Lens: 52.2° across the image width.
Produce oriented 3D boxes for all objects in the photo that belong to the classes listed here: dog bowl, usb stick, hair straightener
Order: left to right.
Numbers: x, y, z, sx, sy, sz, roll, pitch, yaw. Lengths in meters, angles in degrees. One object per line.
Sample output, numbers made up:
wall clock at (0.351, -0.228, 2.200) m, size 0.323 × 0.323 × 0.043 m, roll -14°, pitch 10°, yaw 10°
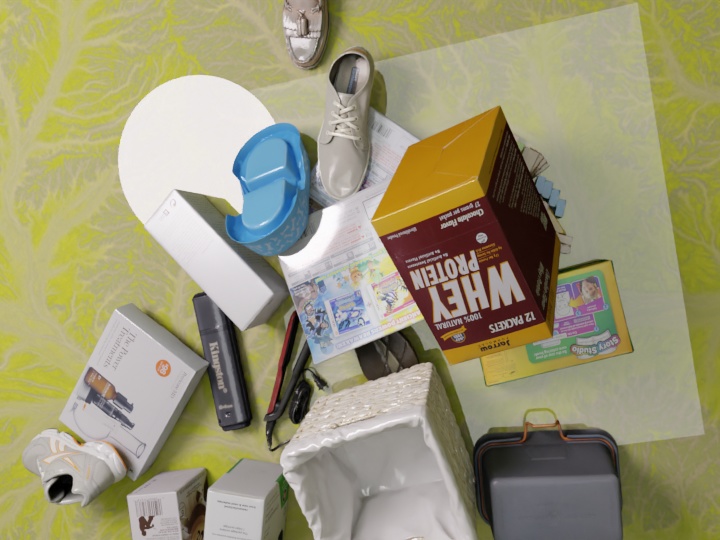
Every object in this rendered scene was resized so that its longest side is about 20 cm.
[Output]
usb stick at (-0.199, 0.128, 1.061) m, size 0.054 × 0.033 × 0.206 m, roll -12°, pitch 90°, yaw 10°
dog bowl at (-0.117, -0.107, 0.982) m, size 0.109 × 0.050 × 0.204 m, roll -18°, pitch 51°, yaw 21°
hair straightener at (-0.088, 0.163, 1.038) m, size 0.075 × 0.041 × 0.205 m, roll 18°, pitch 94°, yaw 9°

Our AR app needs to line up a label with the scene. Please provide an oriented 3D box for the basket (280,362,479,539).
basket at (0.033, 0.251, 0.931) m, size 0.194 × 0.161 × 0.204 m, roll -19°, pitch 105°, yaw 15°

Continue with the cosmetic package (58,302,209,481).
cosmetic package at (-0.329, 0.175, 1.063) m, size 0.149 × 0.052 × 0.203 m, roll 33°, pitch 105°, yaw 5°

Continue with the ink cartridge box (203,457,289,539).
ink cartridge box at (-0.157, 0.382, 1.004) m, size 0.081 × 0.147 × 0.206 m, roll 6°, pitch 94°, yaw 8°

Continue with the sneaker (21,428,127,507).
sneaker at (-0.432, 0.286, 1.049) m, size 0.195 × 0.092 × 0.077 m, roll -4°, pitch 116°, yaw 31°

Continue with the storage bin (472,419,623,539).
storage bin at (0.243, 0.275, 0.939) m, size 0.194 × 0.134 × 0.150 m, roll -4°, pitch 91°, yaw 9°

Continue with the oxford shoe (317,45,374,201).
oxford shoe at (-0.020, -0.195, 0.966) m, size 0.073 × 0.058 × 0.206 m, roll 9°, pitch 94°, yaw 7°

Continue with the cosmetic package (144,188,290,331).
cosmetic package at (-0.194, -0.016, 1.023) m, size 0.200 × 0.101 × 0.071 m, roll 45°, pitch 98°, yaw 7°

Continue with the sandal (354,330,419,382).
sandal at (0.014, 0.089, 1.015) m, size 0.200 × 0.054 × 0.082 m, roll 46°, pitch 108°, yaw 14°

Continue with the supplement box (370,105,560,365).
supplement box at (0.134, -0.042, 0.860) m, size 0.130 × 0.199 × 0.203 m, roll -19°, pitch 115°, yaw 28°

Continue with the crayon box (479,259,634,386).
crayon box at (0.246, 0.069, 0.970) m, size 0.195 × 0.058 × 0.122 m, roll -14°, pitch 89°, yaw 10°

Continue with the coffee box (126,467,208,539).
coffee box at (-0.259, 0.399, 1.039) m, size 0.077 × 0.113 × 0.206 m, roll -7°, pitch 91°, yaw 10°

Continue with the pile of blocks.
pile of blocks at (0.224, -0.110, 0.968) m, size 0.082 × 0.062 × 0.202 m, roll -38°, pitch 86°, yaw 9°

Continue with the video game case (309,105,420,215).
video game case at (0.028, -0.102, 1.010) m, size 0.198 × 0.045 × 0.184 m, roll 34°, pitch 95°, yaw 7°

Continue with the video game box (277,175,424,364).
video game box at (0.000, 0.000, 0.965) m, size 0.196 × 0.047 × 0.187 m, roll -22°, pitch 81°, yaw 13°

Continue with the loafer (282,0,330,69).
loafer at (-0.078, -0.387, 1.011) m, size 0.070 × 0.063 × 0.206 m, roll 6°, pitch 92°, yaw 10°
